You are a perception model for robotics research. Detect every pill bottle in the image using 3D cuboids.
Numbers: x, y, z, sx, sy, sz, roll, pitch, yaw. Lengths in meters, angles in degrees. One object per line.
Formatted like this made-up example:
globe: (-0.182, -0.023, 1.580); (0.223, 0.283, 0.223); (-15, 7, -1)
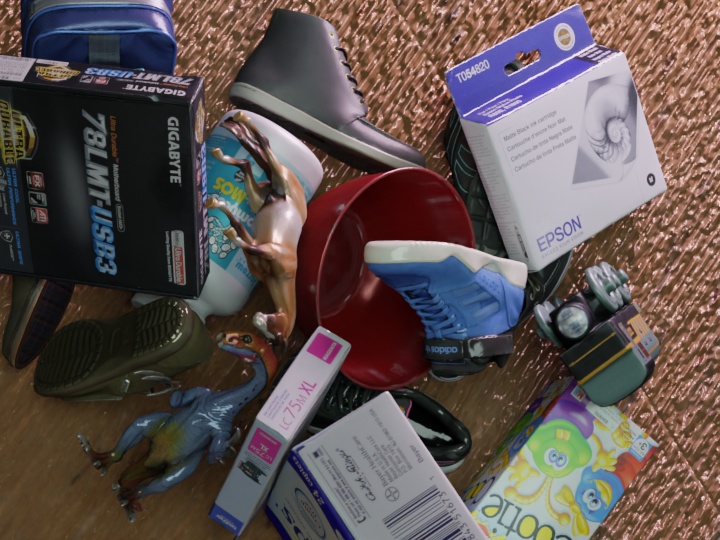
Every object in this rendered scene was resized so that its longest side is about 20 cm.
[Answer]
pill bottle: (-0.127, -0.037, 1.662); (0.110, 0.111, 0.201); (32, 78, -5)

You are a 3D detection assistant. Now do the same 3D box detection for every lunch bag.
lunch bag: (-0.234, -0.200, 1.626); (0.134, 0.200, 0.134); (0, 64, -9)

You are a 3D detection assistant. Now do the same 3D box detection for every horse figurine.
horse figurine: (-0.084, -0.047, 1.558); (0.050, 0.133, 0.201); (-21, 46, 22)

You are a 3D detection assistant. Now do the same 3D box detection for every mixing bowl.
mixing bowl: (0.000, 0.000, 1.657); (0.199, 0.108, 0.202); (-12, 107, -42)

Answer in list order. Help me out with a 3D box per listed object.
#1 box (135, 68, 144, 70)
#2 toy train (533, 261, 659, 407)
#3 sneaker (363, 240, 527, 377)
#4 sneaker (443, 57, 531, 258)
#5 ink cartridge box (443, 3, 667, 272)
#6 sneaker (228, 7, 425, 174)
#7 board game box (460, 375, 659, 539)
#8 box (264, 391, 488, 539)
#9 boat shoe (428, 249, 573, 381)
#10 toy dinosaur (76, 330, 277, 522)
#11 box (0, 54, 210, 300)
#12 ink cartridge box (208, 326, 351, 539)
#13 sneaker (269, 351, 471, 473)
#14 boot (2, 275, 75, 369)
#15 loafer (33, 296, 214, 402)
box: (-0.265, -0.119, 1.588); (0.198, 0.082, 0.050); (-7, 55, 18)
toy train: (0.223, 0.059, 1.678); (0.085, 0.200, 0.114); (-36, 84, 14)
sneaker: (0.074, 0.037, 1.608); (0.199, 0.076, 0.113); (13, 82, -51)
sneaker: (0.119, -0.102, 1.737); (0.075, 0.079, 0.202); (14, 77, -32)
ink cartridge box: (0.187, -0.129, 1.715); (0.199, 0.040, 0.202); (-30, 105, -34)
sneaker: (-0.014, -0.166, 1.719); (0.199, 0.075, 0.107); (26, 80, -5)
board game box: (0.165, 0.209, 1.687); (0.105, 0.103, 0.200); (40, 77, -3)
box: (0.017, 0.232, 1.586); (0.104, 0.200, 0.185); (-30, 75, -20)
boat shoe: (0.136, 0.023, 1.726); (0.200, 0.066, 0.070); (-43, 91, -13)
toy dinosaur: (-0.151, 0.123, 1.579); (0.181, 0.200, 0.105); (-34, 89, -7)
box: (-0.227, -0.078, 1.534); (0.196, 0.202, 0.050); (9, 37, 8)
ink cartridge box: (-0.076, 0.149, 1.588); (0.042, 0.201, 0.120); (30, 49, 5)
sneaker: (0.017, 0.124, 1.679); (0.198, 0.086, 0.081); (18, 77, -7)
boot: (-0.307, -0.017, 1.659); (0.096, 0.075, 0.202); (18, 83, 14)
loafer: (-0.209, 0.081, 1.609); (0.067, 0.199, 0.077); (38, 51, -38)
